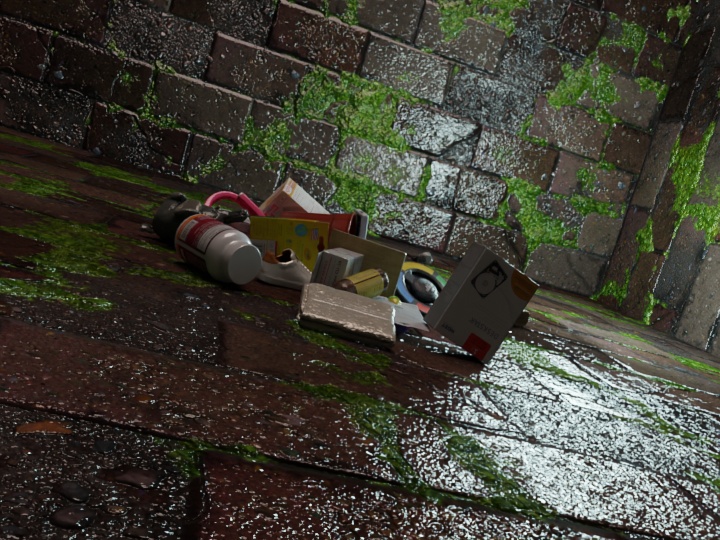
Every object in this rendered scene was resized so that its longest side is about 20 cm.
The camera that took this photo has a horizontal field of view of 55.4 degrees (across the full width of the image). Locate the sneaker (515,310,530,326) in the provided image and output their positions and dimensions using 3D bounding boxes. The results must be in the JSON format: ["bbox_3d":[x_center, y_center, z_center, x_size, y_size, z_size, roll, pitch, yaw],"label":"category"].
[{"bbox_3d":[0.423,0.116,2.090,0.199,0.071,0.108,19,9,-45],"label":"sneaker"}]

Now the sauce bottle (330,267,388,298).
[{"bbox_3d":[-0.024,0.045,1.495,0.064,0.066,0.199,23,28,38],"label":"sauce bottle"}]

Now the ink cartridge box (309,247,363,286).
[{"bbox_3d":[-0.058,0.015,1.579,0.067,0.118,0.200,18,9,12],"label":"ink cartridge box"}]

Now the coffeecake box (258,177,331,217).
[{"bbox_3d":[-0.181,-0.136,1.934,0.200,0.153,0.073,41,36,-18],"label":"coffeecake box"}]

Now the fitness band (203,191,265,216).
[{"bbox_3d":[-0.325,-0.124,1.808,0.200,0.144,0.037,45,-34,0],"label":"fitness band"}]

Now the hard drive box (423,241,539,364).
[{"bbox_3d":[0.254,0.068,1.449,0.155,0.201,0.077,32,3,-18],"label":"hard drive box"}]

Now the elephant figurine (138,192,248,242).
[{"bbox_3d":[-0.402,-0.120,1.667,0.198,0.157,0.141,12,-19,41],"label":"elephant figurine"}]

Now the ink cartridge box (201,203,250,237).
[{"bbox_3d":[-0.383,-0.119,1.923,0.145,0.084,0.200,14,9,-19],"label":"ink cartridge box"}]

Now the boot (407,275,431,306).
[{"bbox_3d":[0.144,0.032,1.980,0.073,0.097,0.199,9,11,-45],"label":"boot"}]

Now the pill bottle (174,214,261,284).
[{"bbox_3d":[-0.301,-0.042,1.461,0.199,0.115,0.112,25,11,42],"label":"pill bottle"}]

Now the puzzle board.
[{"bbox_3d":[0.000,0.000,1.681,0.198,0.153,0.017,19,6,16],"label":"puzzle board"}]

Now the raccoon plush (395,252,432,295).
[{"bbox_3d":[0.096,0.000,1.944,0.197,0.098,0.134,-18,24,-14],"label":"raccoon plush"}]

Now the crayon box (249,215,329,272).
[{"bbox_3d":[-0.176,-0.065,1.698,0.197,0.129,0.051,5,6,5],"label":"crayon box"}]

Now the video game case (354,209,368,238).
[{"bbox_3d":[-0.010,-0.063,1.918,0.023,0.203,0.182,7,9,-7],"label":"video game case"}]

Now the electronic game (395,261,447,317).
[{"bbox_3d":[0.168,0.051,1.810,0.198,0.042,0.201,21,37,-17],"label":"electronic game"}]

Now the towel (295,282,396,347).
[{"bbox_3d":[-0.025,0.088,1.337,0.197,0.035,0.133,16,28,-7],"label":"towel"}]

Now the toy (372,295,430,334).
[{"bbox_3d":[0.080,0.106,1.506,0.113,0.048,0.200,15,14,-7],"label":"toy"}]

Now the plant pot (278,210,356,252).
[{"bbox_3d":[-0.123,-0.068,1.812,0.192,0.204,0.201,9,7,5],"label":"plant pot"}]

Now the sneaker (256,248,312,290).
[{"bbox_3d":[-0.148,-0.001,1.619,0.198,0.086,0.072,14,6,-44],"label":"sneaker"}]
